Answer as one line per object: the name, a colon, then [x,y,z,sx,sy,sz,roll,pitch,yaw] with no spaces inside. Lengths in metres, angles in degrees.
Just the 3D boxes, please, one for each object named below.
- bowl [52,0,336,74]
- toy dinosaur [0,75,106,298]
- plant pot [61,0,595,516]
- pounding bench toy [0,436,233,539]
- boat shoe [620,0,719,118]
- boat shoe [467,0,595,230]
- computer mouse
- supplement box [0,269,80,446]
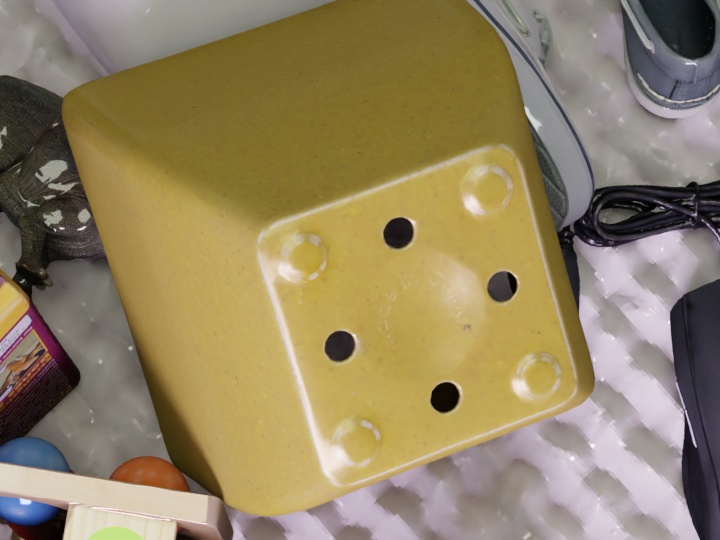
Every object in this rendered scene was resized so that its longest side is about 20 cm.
bowl: [-0.076,-0.205,1.179,0.199,0.075,0.200,-31,56,-6]
toy dinosaur: [-0.161,-0.048,1.185,0.199,0.077,0.103,33,67,11]
plant pot: [0.000,0.000,1.059,0.193,0.200,0.197,-19,107,-10]
pounding bench toy: [-0.094,0.167,1.098,0.198,0.124,0.157,9,76,2]
boat shoe: [0.151,-0.180,1.213,0.072,0.062,0.202,-7,77,-1]
boat shoe: [0.064,-0.115,1.190,0.066,0.074,0.201,-28,76,-29]
computer mouse: [0.160,0.044,1.168,0.139,0.046,0.202,1,77,-2]
supplement box: [-0.214,0.044,1.087,0.103,0.200,0.131,41,80,9]
